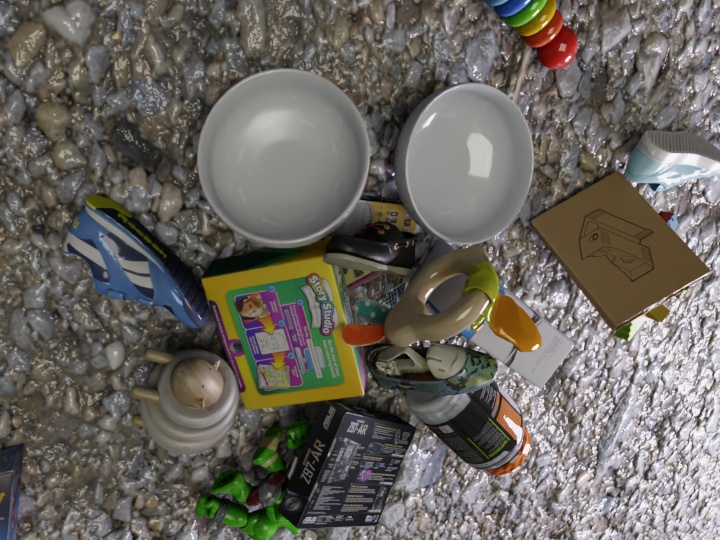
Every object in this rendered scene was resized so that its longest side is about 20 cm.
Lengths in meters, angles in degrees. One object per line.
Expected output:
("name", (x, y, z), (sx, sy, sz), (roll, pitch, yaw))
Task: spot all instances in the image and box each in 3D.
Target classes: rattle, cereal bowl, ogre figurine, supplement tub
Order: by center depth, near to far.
("cereal bowl", (-0.087, -0.123, 0.721), (0.194, 0.083, 0.206), (0, 81, -2))
("rattle", (0.095, 0.070, 0.748), (0.198, 0.132, 0.142), (-35, 134, 17))
("cereal bowl", (0.127, -0.139, 0.805), (0.195, 0.083, 0.206), (-5, 102, -23))
("ogre figurine", (-0.130, 0.316, 0.884), (0.200, 0.098, 0.121), (-43, 106, -15))
("supplement tub", (0.168, 0.217, 0.932), (0.122, 0.123, 0.200), (-43, 116, 1))

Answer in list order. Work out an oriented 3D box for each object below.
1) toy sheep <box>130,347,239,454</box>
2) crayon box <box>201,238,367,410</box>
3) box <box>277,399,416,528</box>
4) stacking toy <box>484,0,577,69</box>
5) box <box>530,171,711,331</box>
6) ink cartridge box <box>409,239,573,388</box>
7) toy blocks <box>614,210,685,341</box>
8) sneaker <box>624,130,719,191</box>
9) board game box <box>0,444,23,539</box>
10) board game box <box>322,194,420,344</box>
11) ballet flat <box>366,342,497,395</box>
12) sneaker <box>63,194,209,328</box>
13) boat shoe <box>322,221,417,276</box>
("toy sheep", (-0.221, 0.169, 0.785), (0.134, 0.141, 0.201), (1, 150, -18))
("crayon box", (-0.093, 0.074, 0.800), (0.168, 0.059, 0.205), (-9, 113, 9))
("box", (-0.011, 0.280, 0.874), (0.199, 0.043, 0.164), (27, 85, -52))
("stacking toy", (0.215, -0.336, 0.778), (0.199, 0.085, 0.086), (37, 95, -29))
("box", (0.367, -0.033, 0.880), (0.161, 0.202, 0.021), (-27, 151, -6))
("ink cartridge box", (0.183, 0.061, 0.869), (0.198, 0.145, 0.085), (34, 98, -25))
("toy blocks", (0.430, -0.016, 0.945), (0.200, 0.099, 0.138), (-45, 120, -13))
("sneaker", (0.482, -0.162, 0.942), (0.195, 0.075, 0.083), (4, 137, -24))
("board game box", (-0.517, 0.307, 0.772), (0.196, 0.062, 0.204), (23, 99, -24))
("board game box", (0.000, 0.000, 0.848), (0.132, 0.035, 0.206), (5, 107, -19))
("ballet flat", (0.090, 0.131, 0.849), (0.196, 0.075, 0.075), (-10, 120, 33))
("sneaker", (-0.267, 0.004, 0.736), (0.082, 0.074, 0.200), (-44, 100, 5))
("boat shoe", (0.014, -0.028, 0.739), (0.200, 0.072, 0.065), (4, 94, -64))
